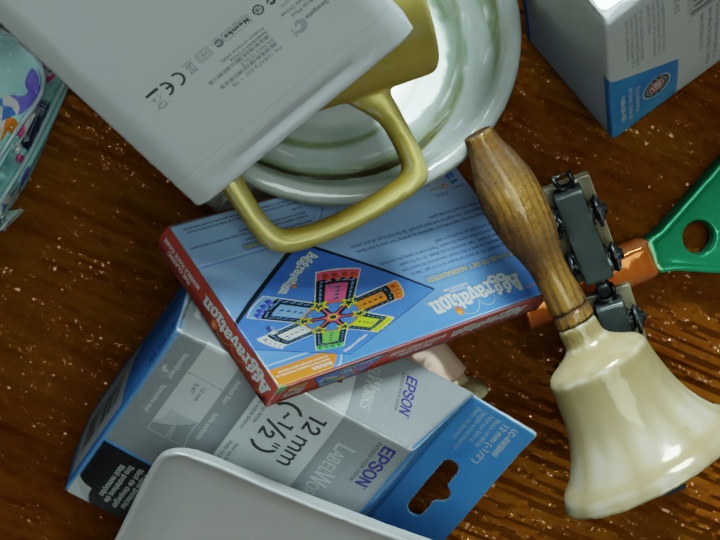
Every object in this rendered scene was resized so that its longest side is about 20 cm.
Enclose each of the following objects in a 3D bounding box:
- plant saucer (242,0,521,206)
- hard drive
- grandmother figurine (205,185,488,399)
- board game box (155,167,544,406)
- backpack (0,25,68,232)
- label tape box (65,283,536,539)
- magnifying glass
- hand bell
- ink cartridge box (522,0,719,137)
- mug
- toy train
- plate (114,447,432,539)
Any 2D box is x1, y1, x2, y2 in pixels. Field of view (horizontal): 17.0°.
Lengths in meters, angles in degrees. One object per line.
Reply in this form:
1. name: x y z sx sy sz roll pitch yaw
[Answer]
1. plant saucer: -0.018 -0.123 1.269 0.200 0.050 0.200 3 73 -9
2. hard drive: -0.086 -0.131 1.061 0.132 0.027 0.200 -38 127 10
3. grandmother figurine: -0.020 0.008 1.292 0.121 0.061 0.200 -40 98 -34
4. board game box: 0.000 0.000 1.236 0.200 0.019 0.103 -17 63 -42
5. backpack: -0.250 -0.067 1.200 0.177 0.151 0.200 29 93 -11
6. label tape box: -0.032 0.098 1.251 0.200 0.066 0.143 29 130 -10
7. magnifying glass: 0.180 -0.016 1.346 0.200 0.022 0.080 -23 98 -11
8. hand bell: 0.105 0.017 1.243 0.104 0.104 0.200 -31 100 -8
9. ink cartridge box: 0.185 -0.182 1.266 0.200 0.145 0.085 -35 69 -7
10. mug: -0.054 -0.117 1.162 0.153 0.149 0.187 -27 66 -8
11. toy train: 0.139 0.032 1.310 0.034 0.046 0.200 -19 113 7
12. plate: -0.043 0.178 1.260 0.199 0.032 0.200 22 131 -11
